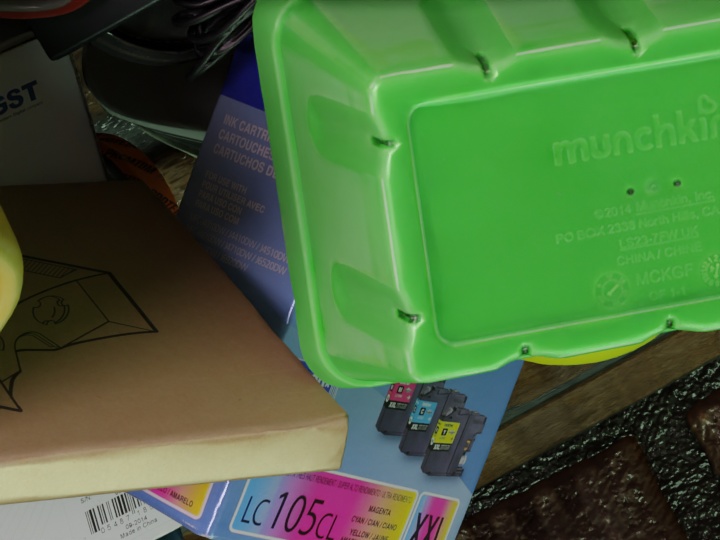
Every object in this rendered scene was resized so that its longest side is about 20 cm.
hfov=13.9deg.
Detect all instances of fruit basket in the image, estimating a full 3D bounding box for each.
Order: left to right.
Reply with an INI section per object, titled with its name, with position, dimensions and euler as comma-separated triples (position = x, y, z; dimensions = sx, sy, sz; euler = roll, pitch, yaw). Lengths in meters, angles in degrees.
[fruit basket]
position = 0.071, -0.035, 0.941
dimensions = 0.214, 0.156, 0.216
euler = -8, -166, 2

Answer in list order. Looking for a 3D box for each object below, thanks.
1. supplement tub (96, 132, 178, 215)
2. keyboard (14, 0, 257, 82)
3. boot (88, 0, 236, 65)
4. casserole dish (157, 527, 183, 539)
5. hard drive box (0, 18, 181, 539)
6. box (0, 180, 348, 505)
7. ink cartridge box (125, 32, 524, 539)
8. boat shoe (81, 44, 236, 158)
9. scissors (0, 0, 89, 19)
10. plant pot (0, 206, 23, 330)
[supplement tub]
position = -0.172, 0.011, 1.181
dimensions = 0.199, 0.123, 0.122
euler = -18, 164, -40
[keyboard]
position = -0.026, -0.132, 0.962
dimensions = 0.199, 0.104, 0.040
euler = -29, -158, 7
[boot]
position = -0.012, -0.152, 1.020
dimensions = 0.199, 0.069, 0.174
euler = 4, 136, -38
[casserole dish]
position = -0.168, 0.115, 1.141
dimensions = 0.199, 0.121, 0.039
euler = -16, 123, -8
[hard drive box]
position = -0.159, 0.024, 1.051
dimensions = 0.155, 0.201, 0.077
euler = -26, -154, -24
[box]
position = -0.125, 0.021, 0.928
dimensions = 0.199, 0.164, 0.021
euler = -3, 121, -31
[ink cartridge box]
position = 0.000, 0.000, 1.056
dimensions = 0.136, 0.076, 0.201
euler = 17, 93, -49
[boat shoe]
position = -0.011, -0.062, 1.170
dimensions = 0.064, 0.199, 0.071
euler = 55, 54, -77
[scissors]
position = -0.052, -0.106, 0.953
dimensions = 0.199, 0.014, 0.073
euler = 7, 125, -6
[plant pot]
position = -0.212, -0.036, 0.737
dimensions = 0.200, 0.190, 0.201
euler = -27, 168, -6
